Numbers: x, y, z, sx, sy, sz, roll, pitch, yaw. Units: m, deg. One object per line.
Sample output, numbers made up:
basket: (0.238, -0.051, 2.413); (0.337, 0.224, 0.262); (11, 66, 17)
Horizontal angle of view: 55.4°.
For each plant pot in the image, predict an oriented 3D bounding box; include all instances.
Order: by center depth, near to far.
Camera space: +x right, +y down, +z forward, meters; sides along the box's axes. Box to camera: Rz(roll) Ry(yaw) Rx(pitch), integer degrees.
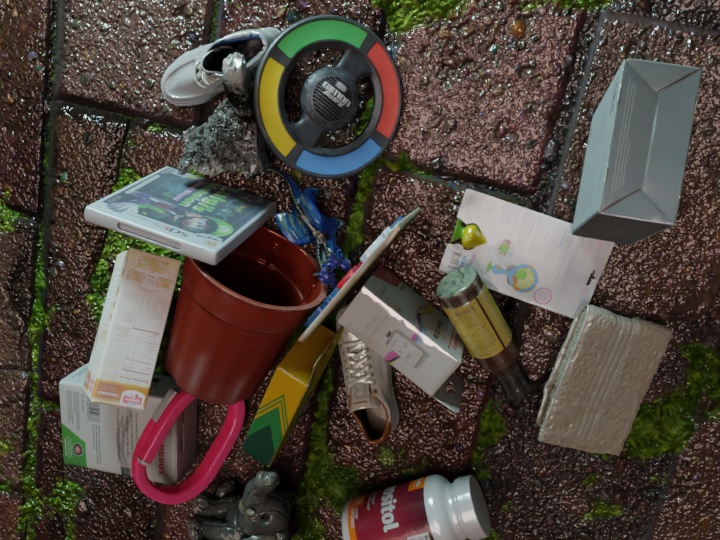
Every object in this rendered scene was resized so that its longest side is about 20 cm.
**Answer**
plant pot: (-0.173, 0.064, 0.949); (0.199, 0.201, 0.197); (30, 117, 4)

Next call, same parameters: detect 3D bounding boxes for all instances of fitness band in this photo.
fitness band: (-0.251, 0.251, 1.021); (0.037, 0.143, 0.202); (22, 78, 46)

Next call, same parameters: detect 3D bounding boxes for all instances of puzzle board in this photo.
puzzle board: (0.000, 0.000, 0.902); (0.017, 0.151, 0.200); (42, 109, 2)

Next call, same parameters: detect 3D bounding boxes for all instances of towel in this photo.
towel: (0.318, 0.149, 0.909); (0.131, 0.035, 0.203); (14, 108, -11)

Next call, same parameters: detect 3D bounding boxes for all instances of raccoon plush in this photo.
raccoon plush: (-0.193, -0.204, 0.904); (0.132, 0.098, 0.202); (2, 135, 8)

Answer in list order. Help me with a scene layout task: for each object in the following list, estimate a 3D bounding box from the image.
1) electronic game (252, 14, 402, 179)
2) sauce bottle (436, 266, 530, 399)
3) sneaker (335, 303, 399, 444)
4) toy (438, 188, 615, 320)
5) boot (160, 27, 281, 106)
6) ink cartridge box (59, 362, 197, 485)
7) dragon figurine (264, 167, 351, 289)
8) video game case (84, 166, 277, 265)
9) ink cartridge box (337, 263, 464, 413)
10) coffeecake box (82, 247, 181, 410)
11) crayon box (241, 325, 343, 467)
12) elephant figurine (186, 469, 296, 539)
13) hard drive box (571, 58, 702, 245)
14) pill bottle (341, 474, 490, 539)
electronic game: (-0.039, -0.218, 0.873); (0.197, 0.042, 0.203); (-4, 104, -18)
sauce bottle: (0.168, 0.090, 0.910); (0.064, 0.065, 0.201); (-23, 115, 17)
sneaker: (0.009, 0.148, 0.973); (0.072, 0.085, 0.203); (-16, 97, 18)
toy: (0.214, -0.025, 0.900); (0.197, 0.047, 0.117); (18, 109, 2)
boot: (-0.196, -0.273, 0.909); (0.198, 0.096, 0.074); (-19, 99, 17)
ink cartridge box: (-0.362, 0.240, 1.084); (0.197, 0.083, 0.149); (8, 106, 11)
dragon figurine: (-0.074, -0.070, 0.928); (0.059, 0.099, 0.201); (-36, 91, 18)
video game case: (-0.228, -0.080, 0.910); (0.179, 0.200, 0.024); (19, 116, 8)
ink cartridge box: (0.076, 0.089, 0.925); (0.199, 0.117, 0.068); (39, 110, 1)
coffeecake box: (-0.321, 0.080, 0.956); (0.072, 0.153, 0.203); (16, 81, -25)
crayon box: (-0.092, 0.159, 0.957); (0.050, 0.127, 0.202); (29, 120, 5)
elephant figurine: (-0.153, 0.379, 1.038); (0.198, 0.155, 0.143); (-22, 76, 26)
hard drive box: (0.296, -0.120, 0.758); (0.076, 0.200, 0.158); (10, 89, 10)
pill bottle: (0.081, 0.364, 0.995); (0.198, 0.113, 0.114); (-21, 98, 17)
